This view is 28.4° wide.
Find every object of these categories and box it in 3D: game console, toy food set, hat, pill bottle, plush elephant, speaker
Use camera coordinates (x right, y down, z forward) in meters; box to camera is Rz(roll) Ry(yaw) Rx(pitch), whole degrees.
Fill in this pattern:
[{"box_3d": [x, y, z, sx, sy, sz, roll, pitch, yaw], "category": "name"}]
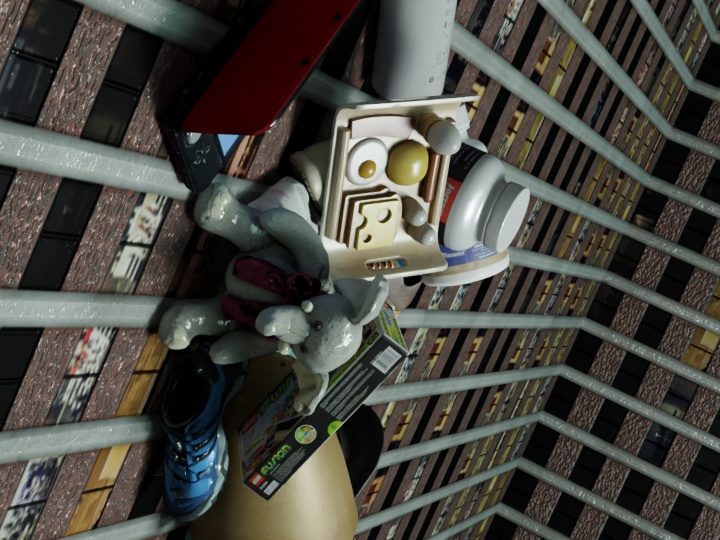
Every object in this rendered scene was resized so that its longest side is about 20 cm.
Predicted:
[{"box_3d": [-0.064, -0.162, 1.205, 0.200, 0.119, 0.172, -56, 160, -22], "category": "game console"}, {"box_3d": [0.041, -0.082, 1.422, 0.143, 0.060, 0.200, -9, 122, -29], "category": "toy food set"}, {"box_3d": [-0.067, 0.235, 1.754, 0.081, 0.201, 0.201, 36, 77, -31], "category": "hat"}, {"box_3d": [0.103, -0.090, 1.677, 0.111, 0.111, 0.200, -33, 113, -58], "category": "pill bottle"}, {"box_3d": [-0.065, 0.037, 1.301, 0.200, 0.155, 0.165, 15, 106, -35], "category": "plush elephant"}, {"box_3d": [0.060, -0.271, 1.465, 0.081, 0.081, 0.200, -49, 156, -39], "category": "speaker"}, {"box_3d": [0.079, -0.094, 1.559, 0.112, 0.200, 0.113, -53, 158, -32], "category": "pill bottle"}]

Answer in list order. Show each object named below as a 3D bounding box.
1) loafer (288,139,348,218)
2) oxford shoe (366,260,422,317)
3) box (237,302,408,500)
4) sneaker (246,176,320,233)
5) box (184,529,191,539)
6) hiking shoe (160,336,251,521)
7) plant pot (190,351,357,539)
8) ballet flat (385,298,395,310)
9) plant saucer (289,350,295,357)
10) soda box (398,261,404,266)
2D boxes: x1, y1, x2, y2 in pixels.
[{"box_3d": [-0.014, -0.074, 1.494, 0.068, 0.076, 0.200, -31, 155, -1], "category": "loafer"}, {"box_3d": [0.000, 0.000, 1.613, 0.073, 0.071, 0.200, -43, 150, 14], "category": "oxford shoe"}, {"box_3d": [-0.040, 0.118, 1.371, 0.200, 0.035, 0.110, -47, -160, 11], "category": "box"}, {"box_3d": [-0.074, -0.011, 1.452, 0.099, 0.078, 0.200, -53, 160, -40], "category": "sneaker"}, {"box_3d": [-0.192, 0.393, 1.567, 0.200, 0.049, 0.082, -80, -177, -45], "category": "box"}, {"box_3d": [-0.174, 0.158, 1.420, 0.087, 0.074, 0.200, -6, 111, -60], "category": "hiking shoe"}, {"box_3d": [-0.097, 0.194, 1.527, 0.186, 0.186, 0.200, -43, 140, -48], "category": "plant pot"}, {"box_3d": [-0.033, 0.037, 1.494, 0.200, 0.069, 0.069, -24, -155, 56], "category": "ballet flat"}, {"box_3d": [-0.080, 0.107, 1.651, 0.200, 0.036, 0.200, -53, 159, -32], "category": "plant saucer"}, {"box_3d": [0.062, -0.058, 1.773, 0.200, 0.068, 0.064, -63, 163, -5], "category": "soda box"}]
